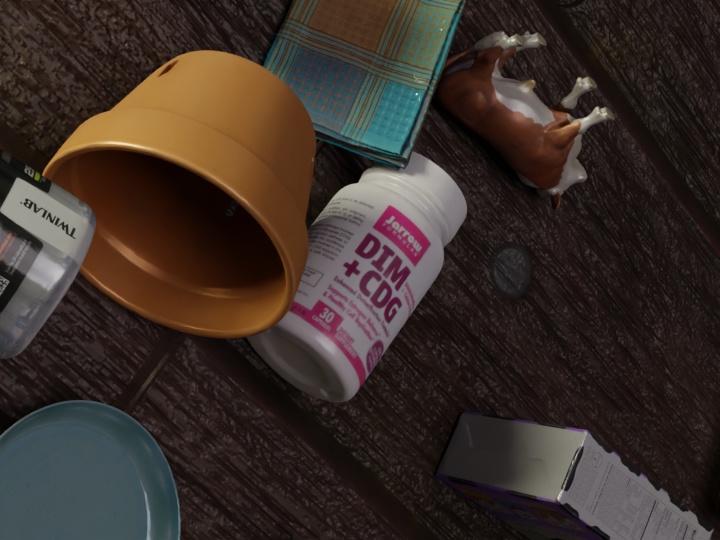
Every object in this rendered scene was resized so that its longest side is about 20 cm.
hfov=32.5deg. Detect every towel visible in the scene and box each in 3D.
[{"bbox_3d":[0.003,-0.198,1.052,0.145,0.022,0.202,19,73,5],"label":"towel"}]

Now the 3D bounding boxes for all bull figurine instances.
[{"bbox_3d":[0.160,-0.144,1.164,0.199,0.121,0.066,32,35,-24],"label":"bull figurine"}]

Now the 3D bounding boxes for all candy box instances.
[{"bbox_3d":[0.197,0.214,1.139,0.199,0.167,0.072,37,70,-30],"label":"candy box"}]

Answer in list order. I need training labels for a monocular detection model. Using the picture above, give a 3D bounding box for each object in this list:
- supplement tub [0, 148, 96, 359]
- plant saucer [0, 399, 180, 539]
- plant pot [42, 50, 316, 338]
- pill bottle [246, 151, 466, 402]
[{"bbox_3d":[-0.287,-0.040,0.815,0.199,0.122,0.123,34,70,-20],"label":"supplement tub"},{"bbox_3d":[-0.216,0.197,0.906,0.199,0.027,0.203,7,81,-48],"label":"plant saucer"},{"bbox_3d":[-0.119,-0.067,0.919,0.200,0.199,0.141,44,48,-26],"label":"plant pot"},{"bbox_3d":[0.000,0.000,1.036,0.114,0.113,0.201,48,63,-24],"label":"pill bottle"}]
